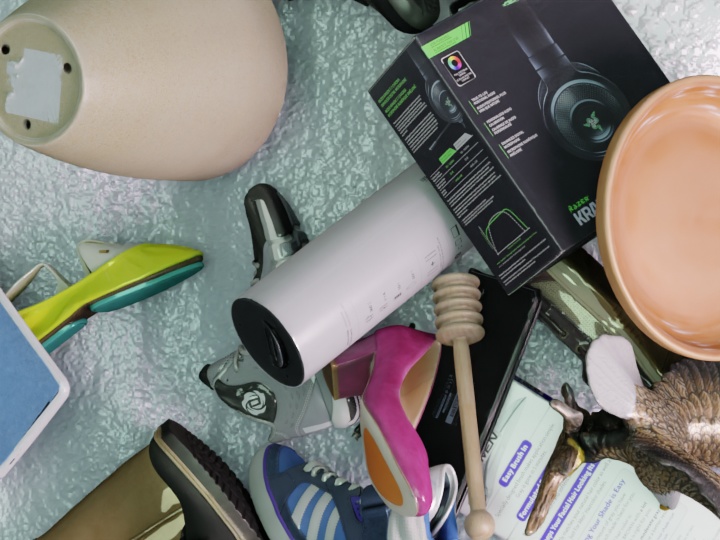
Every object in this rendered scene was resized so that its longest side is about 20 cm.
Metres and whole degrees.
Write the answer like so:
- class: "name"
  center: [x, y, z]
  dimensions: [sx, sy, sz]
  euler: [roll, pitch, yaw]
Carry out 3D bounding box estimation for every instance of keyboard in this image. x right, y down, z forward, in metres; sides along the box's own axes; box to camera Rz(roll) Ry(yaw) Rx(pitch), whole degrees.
- class: "keyboard"
  center: [0.060, 0.095, 1.431]
  dimensions: [0.127, 0.021, 0.201]
  euler: [19, 83, 43]

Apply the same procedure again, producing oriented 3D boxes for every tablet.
- class: "tablet"
  center: [-0.314, 0.062, 1.477]
  dimensions: [0.130, 0.014, 0.200]
  euler: [-49, 66, 23]

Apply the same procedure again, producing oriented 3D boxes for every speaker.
- class: "speaker"
  center: [0.000, 0.000, 1.393]
  dimensions: [0.200, 0.081, 0.081]
  euler: [-38, 84, -27]

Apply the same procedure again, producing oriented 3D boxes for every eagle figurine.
- class: "eagle figurine"
  center: [0.233, 0.135, 1.321]
  dimensions: [0.199, 0.151, 0.152]
  euler: [11, 87, 18]

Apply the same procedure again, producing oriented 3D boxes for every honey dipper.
- class: "honey dipper"
  center: [0.079, 0.099, 1.376]
  dimensions: [0.038, 0.038, 0.201]
  euler: [-9, 65, 8]

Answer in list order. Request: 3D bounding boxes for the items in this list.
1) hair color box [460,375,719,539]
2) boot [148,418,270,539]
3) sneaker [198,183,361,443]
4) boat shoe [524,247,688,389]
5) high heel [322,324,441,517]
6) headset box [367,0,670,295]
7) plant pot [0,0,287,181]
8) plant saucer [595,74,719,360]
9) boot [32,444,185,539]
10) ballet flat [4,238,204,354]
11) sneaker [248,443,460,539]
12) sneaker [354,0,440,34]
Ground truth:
- class: "hair color box"
  center: [0.169, 0.176, 1.424]
  dimensions: [0.200, 0.065, 0.110]
  euler: [32, 94, 6]
- class: "boot"
  center: [-0.131, 0.226, 1.416]
  dimensions: [0.138, 0.077, 0.200]
  euler: [-35, 102, 5]
- class: "sneaker"
  center: [-0.082, 0.041, 1.457]
  dimensions: [0.115, 0.075, 0.201]
  euler: [-21, 85, 12]
- class: "boat shoe"
  center: [0.194, 0.062, 1.423]
  dimensions: [0.201, 0.072, 0.066]
  euler: [48, 116, 6]
- class: "high heel"
  center: [0.042, 0.104, 1.346]
  dimensions: [0.096, 0.200, 0.068]
  euler: [-11, 117, -13]
- class: "headset box"
  center: [0.130, -0.116, 1.379]
  dimensions: [0.174, 0.093, 0.200]
  euler: [-30, 83, -30]
- class: "plant pot"
  center: [-0.181, -0.147, 1.380]
  dimensions: [0.187, 0.200, 0.188]
  euler: [5, 102, 26]
- class: "plant saucer"
  center: [0.241, -0.037, 1.329]
  dimensions: [0.199, 0.037, 0.201]
  euler: [2, 87, -31]
- class: "boot"
  center: [-0.187, 0.254, 1.472]
  dimensions: [0.200, 0.066, 0.176]
  euler: [-33, 85, 5]
- class: "ballet flat"
  center: [-0.221, 0.015, 1.480]
  dimensions: [0.199, 0.067, 0.067]
  euler: [-30, 83, 8]
- class: "sneaker"
  center: [0.008, 0.174, 1.388]
  dimensions: [0.146, 0.081, 0.200]
  euler: [-39, 45, 14]
- class: "sneaker"
  center: [-0.022, -0.227, 1.434]
  dimensions: [0.114, 0.076, 0.200]
  euler: [-49, 62, 19]
